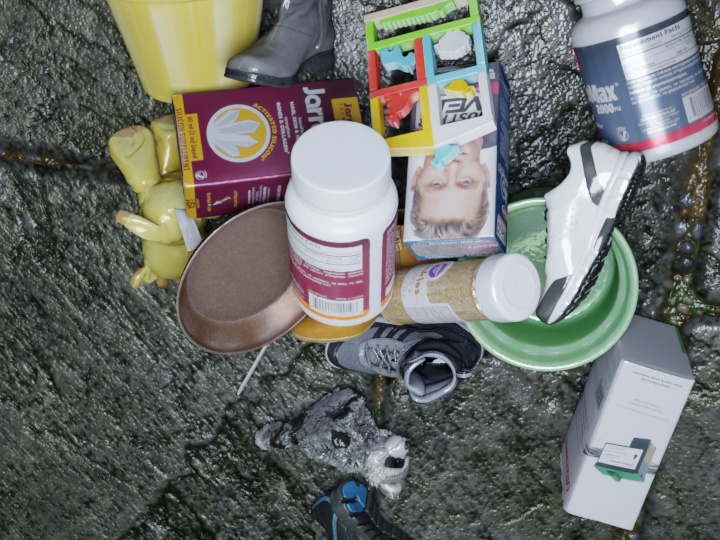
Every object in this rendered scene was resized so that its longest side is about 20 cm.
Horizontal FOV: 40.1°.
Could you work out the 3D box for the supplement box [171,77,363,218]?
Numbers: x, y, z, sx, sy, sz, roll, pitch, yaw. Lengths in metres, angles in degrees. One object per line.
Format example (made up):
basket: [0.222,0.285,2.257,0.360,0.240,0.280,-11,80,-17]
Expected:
supplement box: [-0.097,-0.132,1.064,0.198,0.086,0.111,-8,71,-10]

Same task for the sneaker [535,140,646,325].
sneaker: [0.220,-0.040,1.015,0.080,0.074,0.201,27,109,20]

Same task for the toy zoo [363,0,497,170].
toy zoo: [0.073,-0.199,1.049,0.130,0.020,0.202,-10,67,17]

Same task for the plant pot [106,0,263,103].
plant pot: [-0.185,-0.291,1.057,0.199,0.201,0.190,4,125,11]

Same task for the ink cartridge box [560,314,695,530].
ink cartridge box: [0.299,0.169,1.127,0.084,0.146,0.202,16,113,4]

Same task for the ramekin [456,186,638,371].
ramekin: [0.210,0.003,1.114,0.198,0.098,0.202,4,110,11]

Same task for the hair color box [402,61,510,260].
hair color box: [0.105,-0.117,1.053,0.099,0.061,0.202,-3,70,20]

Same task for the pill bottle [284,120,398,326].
pill bottle: [-0.019,-0.045,1.000,0.113,0.115,0.201,11,142,9]

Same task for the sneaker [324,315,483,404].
sneaker: [0.045,0.105,1.179,0.198,0.114,0.076,-2,109,14]

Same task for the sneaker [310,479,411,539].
sneaker: [0.014,0.369,1.314,0.082,0.073,0.201,-31,95,37]

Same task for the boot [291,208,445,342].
boot: [0.001,0.000,1.167,0.199,0.071,0.145,-12,118,4]

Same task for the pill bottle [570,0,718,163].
pill bottle: [0.282,-0.221,1.007,0.119,0.120,0.202,-16,104,18]

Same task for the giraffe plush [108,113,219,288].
giraffe plush: [-0.214,-0.061,1.167,0.171,0.201,0.163,3,146,-13]

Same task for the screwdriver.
screwdriver: [-0.109,0.075,1.199,0.029,0.028,0.201,22,114,-33]

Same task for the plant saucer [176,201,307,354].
plant saucer: [-0.119,0.003,1.092,0.037,0.199,0.202,45,120,40]

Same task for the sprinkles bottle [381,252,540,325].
sprinkles bottle: [0.098,0.023,1.043,0.199,0.068,0.069,-7,112,55]

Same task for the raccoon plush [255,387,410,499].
raccoon plush: [-0.024,0.230,1.276,0.199,0.097,0.134,-11,124,46]

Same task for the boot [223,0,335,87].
boot: [-0.079,-0.269,1.032,0.069,0.200,0.133,15,115,15]
